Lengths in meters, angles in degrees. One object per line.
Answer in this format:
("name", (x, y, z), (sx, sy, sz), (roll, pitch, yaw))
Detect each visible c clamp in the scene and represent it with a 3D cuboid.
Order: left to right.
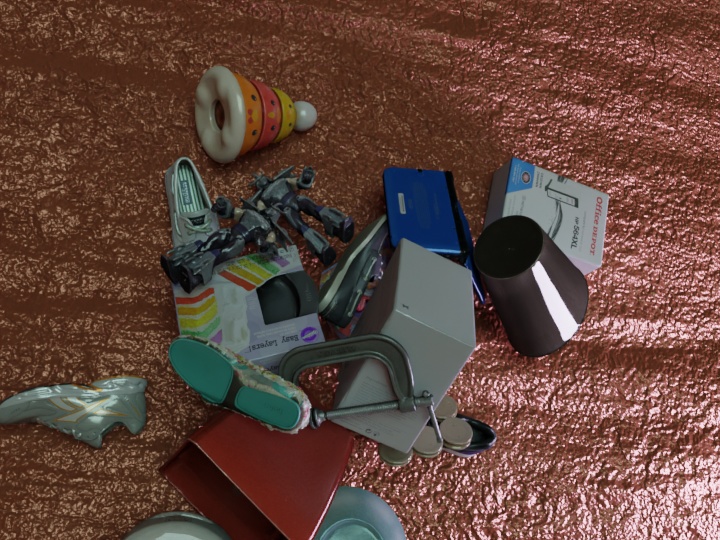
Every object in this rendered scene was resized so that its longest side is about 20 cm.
("c clamp", (-0.003, 0.159, 0.970), (0.197, 0.027, 0.173), (-5, 116, 11))

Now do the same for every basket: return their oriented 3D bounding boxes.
("basket", (0.265, 0.015, 1.208), (0.200, 0.135, 0.182), (45, 66, -47))

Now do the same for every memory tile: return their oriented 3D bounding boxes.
("memory tile", (0.064, 0.202, 1.147), (0.152, 0.017, 0.201), (-12, 42, -21))

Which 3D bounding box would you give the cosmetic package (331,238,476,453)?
("cosmetic package", (0.062, 0.100, 1.060), (0.122, 0.201, 0.200), (23, 29, -6))

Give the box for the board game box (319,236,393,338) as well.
("board game box", (0.033, 0.029, 1.196), (0.199, 0.039, 0.159), (-32, 78, -3))

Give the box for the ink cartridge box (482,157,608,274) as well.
("ink cartridge box", (0.326, -0.090, 1.341), (0.198, 0.084, 0.148), (18, 69, -11))

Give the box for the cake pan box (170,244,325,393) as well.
("cake pan box", (-0.155, 0.063, 1.067), (0.198, 0.053, 0.186), (-11, 54, -10))

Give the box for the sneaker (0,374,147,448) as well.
("sneaker", (-0.386, 0.198, 1.031), (0.198, 0.076, 0.093), (-6, 80, -18))

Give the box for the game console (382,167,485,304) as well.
("game console", (0.117, -0.057, 1.220), (0.168, 0.119, 0.201), (3, 43, -7))

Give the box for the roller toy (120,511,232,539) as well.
("roller toy", (-0.240, 0.403, 0.965), (0.182, 0.140, 0.200), (-40, 89, -15))

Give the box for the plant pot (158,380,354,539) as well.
("plant pot", (-0.125, 0.260, 1.039), (0.200, 0.200, 0.176), (46, 55, 0))

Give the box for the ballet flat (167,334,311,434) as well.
("ballet flat", (-0.149, 0.142, 0.956), (0.199, 0.064, 0.076), (30, 97, 9))

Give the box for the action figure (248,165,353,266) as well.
("action figure", (-0.100, -0.099, 1.186), (0.199, 0.069, 0.130), (38, 79, 24))

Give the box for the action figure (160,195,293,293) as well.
("action figure", (-0.181, -0.044, 1.081), (0.130, 0.070, 0.199), (32, 54, 30))

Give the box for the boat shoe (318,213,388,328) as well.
("boat shoe", (0.000, 0.000, 1.158), (0.063, 0.073, 0.201), (40, 62, -12))

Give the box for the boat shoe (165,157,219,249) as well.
("boat shoe", (-0.252, -0.072, 1.148), (0.073, 0.067, 0.202), (-19, 82, -22))

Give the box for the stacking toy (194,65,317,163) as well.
("stacking toy", (-0.154, -0.253, 1.229), (0.198, 0.146, 0.148), (-12, 77, -37))

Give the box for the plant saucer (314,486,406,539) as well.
("plant saucer", (-0.017, 0.416, 1.101), (0.199, 0.039, 0.204), (5, 72, -17))

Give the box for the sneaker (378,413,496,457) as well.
("sneaker", (0.113, 0.238, 1.170), (0.198, 0.088, 0.077), (10, 71, -15))
